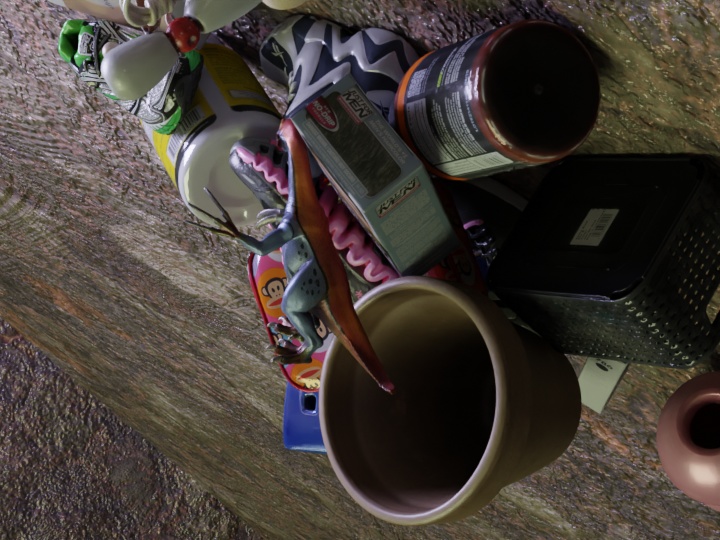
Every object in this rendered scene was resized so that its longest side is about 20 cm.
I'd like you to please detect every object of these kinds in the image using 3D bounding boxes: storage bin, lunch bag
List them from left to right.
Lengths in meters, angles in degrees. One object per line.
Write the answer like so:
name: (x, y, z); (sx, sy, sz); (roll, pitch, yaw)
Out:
lunch bag: (0.000, 0.000, 1.746); (0.177, 0.199, 0.082); (69, -160, 4)
storage bin: (0.209, -0.009, 1.549); (0.094, 0.136, 0.200); (41, 162, -26)

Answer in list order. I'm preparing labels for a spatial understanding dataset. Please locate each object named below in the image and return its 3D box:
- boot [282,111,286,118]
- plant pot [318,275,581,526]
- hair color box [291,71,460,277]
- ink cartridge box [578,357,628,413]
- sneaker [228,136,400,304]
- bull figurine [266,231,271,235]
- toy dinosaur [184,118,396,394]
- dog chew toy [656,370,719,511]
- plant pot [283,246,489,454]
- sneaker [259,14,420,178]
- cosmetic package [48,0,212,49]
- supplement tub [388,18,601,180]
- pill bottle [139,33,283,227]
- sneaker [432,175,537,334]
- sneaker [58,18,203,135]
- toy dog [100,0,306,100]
boot: (-0.018, -0.091, 1.858); (0.155, 0.073, 0.200); (35, 165, -5)
plant pot: (0.092, 0.107, 1.631); (0.199, 0.202, 0.174); (19, -170, 40)
hair color box: (0.015, -0.068, 1.548); (0.099, 0.060, 0.200); (52, 178, 20)
ink cartridge box: (0.238, 0.056, 1.750); (0.039, 0.100, 0.200); (32, 163, 8)
sneaker: (-0.046, -0.027, 1.672); (0.200, 0.095, 0.079); (43, -153, -1)
bull figurine: (-0.027, -0.026, 2.015); (0.199, 0.066, 0.121); (26, 180, -28)
toy dinosaur: (-0.036, -0.024, 1.575); (0.199, 0.183, 0.105); (18, -157, 6)
dog chew toy: (0.354, 0.173, 1.844); (0.124, 0.125, 0.200); (23, 169, 31)
plant pot: (0.049, 0.073, 1.878); (0.199, 0.181, 0.200); (2, -172, 27)
sneaker: (-0.044, -0.141, 1.664); (0.198, 0.130, 0.080); (16, 155, 44)
cosmetic package: (-0.215, -0.271, 1.721); (0.199, 0.071, 0.105); (21, 160, 37)
supplement tub: (0.093, -0.126, 1.497); (0.107, 0.107, 0.200); (38, 164, -17)
pill bottle: (-0.137, -0.137, 1.774); (0.114, 0.114, 0.200); (48, -174, -41)
sneaker: (0.129, -0.007, 1.776); (0.200, 0.099, 0.071); (39, 165, -13)
sneaker: (-0.206, -0.174, 1.712); (0.085, 0.079, 0.200); (21, -179, -37)
toy dog: (-0.133, -0.227, 1.544); (0.096, 0.199, 0.133); (42, 146, 34)
